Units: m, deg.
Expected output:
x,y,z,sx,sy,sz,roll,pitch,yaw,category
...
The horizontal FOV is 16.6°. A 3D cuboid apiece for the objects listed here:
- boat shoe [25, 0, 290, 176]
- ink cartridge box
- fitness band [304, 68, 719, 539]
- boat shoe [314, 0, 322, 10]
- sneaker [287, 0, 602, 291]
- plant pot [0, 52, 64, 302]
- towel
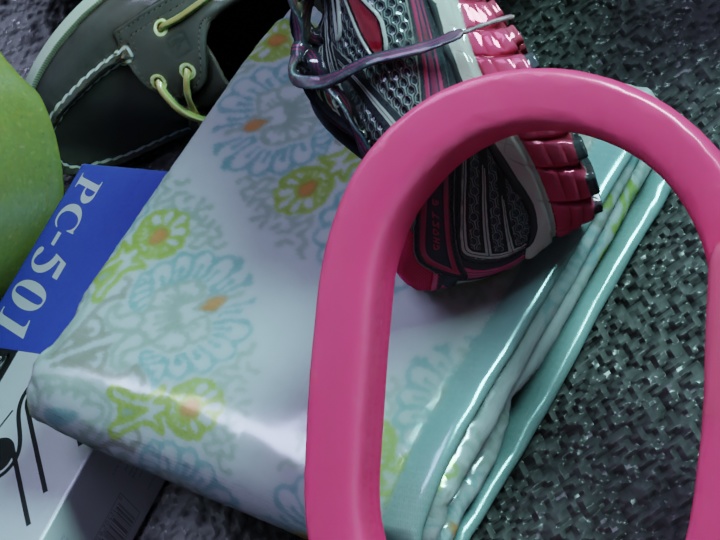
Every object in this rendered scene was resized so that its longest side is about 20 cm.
x,y,z,sx,sy,sz,roll,pitch,yaw,category
-0.058,-0.097,1.016,0.201,0.072,0.061,-35,47,16,boat shoe
-0.112,0.053,0.943,0.094,0.044,0.201,6,58,40,ink cartridge box
0.054,0.039,0.757,0.143,0.037,0.202,5,90,19,fitness band
0.043,-0.147,0.938,0.071,0.061,0.201,5,40,36,boat shoe
0.003,-0.090,0.813,0.074,0.081,0.201,-30,83,3,sneaker
-0.225,-0.026,0.972,0.199,0.184,0.202,9,104,38,plant pot
0.000,0.000,0.875,0.170,0.048,0.201,17,62,32,towel
